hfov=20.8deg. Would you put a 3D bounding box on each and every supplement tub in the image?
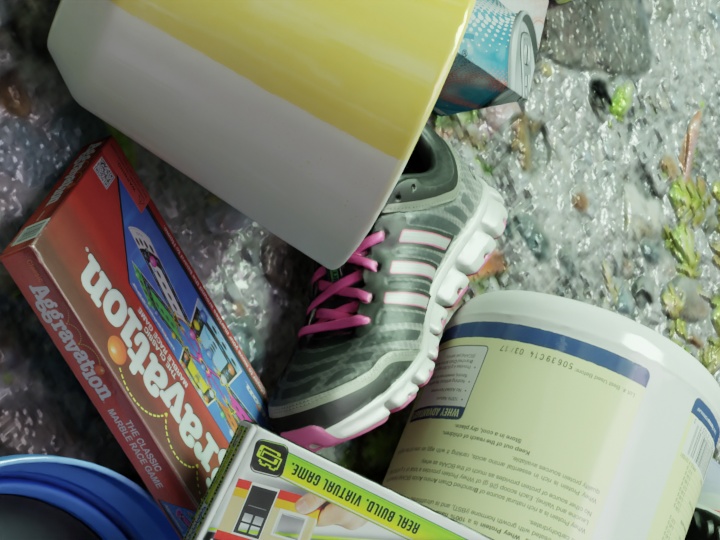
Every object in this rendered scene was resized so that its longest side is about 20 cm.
[{"bbox_3d":[0.078,0.126,0.935,0.145,0.145,0.200,38,66,-35],"label":"supplement tub"}]

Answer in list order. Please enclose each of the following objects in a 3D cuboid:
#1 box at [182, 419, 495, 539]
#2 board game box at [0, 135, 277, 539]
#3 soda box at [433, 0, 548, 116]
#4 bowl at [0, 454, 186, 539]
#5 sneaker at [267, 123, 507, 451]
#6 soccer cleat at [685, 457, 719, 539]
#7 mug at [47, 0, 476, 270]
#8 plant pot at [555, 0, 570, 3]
[{"bbox_3d":[0.017,0.154,0.820,0.200,0.035,0.110,27,83,-10],"label":"box"},{"bbox_3d":[-0.080,0.049,0.855,0.200,0.019,0.103,60,26,-21],"label":"board game box"},{"bbox_3d":[0.004,-0.150,0.956,0.200,0.064,0.068,29,66,-38],"label":"soda box"},{"bbox_3d":[-0.141,0.175,0.795,0.201,0.039,0.201,7,80,-44],"label":"bowl"},{"bbox_3d":[0.000,0.000,0.930,0.087,0.074,0.200,55,46,-25],"label":"sneaker"},{"bbox_3d":[0.175,0.129,1.018,0.073,0.200,0.068,24,106,-26],"label":"soccer cleat"},{"bbox_3d":[-0.039,-0.116,0.834,0.153,0.149,0.187,25,97,-6],"label":"mug"},{"bbox_3d":[0.159,-0.270,1.051,0.200,0.200,0.184,-27,93,-43],"label":"plant pot"}]
